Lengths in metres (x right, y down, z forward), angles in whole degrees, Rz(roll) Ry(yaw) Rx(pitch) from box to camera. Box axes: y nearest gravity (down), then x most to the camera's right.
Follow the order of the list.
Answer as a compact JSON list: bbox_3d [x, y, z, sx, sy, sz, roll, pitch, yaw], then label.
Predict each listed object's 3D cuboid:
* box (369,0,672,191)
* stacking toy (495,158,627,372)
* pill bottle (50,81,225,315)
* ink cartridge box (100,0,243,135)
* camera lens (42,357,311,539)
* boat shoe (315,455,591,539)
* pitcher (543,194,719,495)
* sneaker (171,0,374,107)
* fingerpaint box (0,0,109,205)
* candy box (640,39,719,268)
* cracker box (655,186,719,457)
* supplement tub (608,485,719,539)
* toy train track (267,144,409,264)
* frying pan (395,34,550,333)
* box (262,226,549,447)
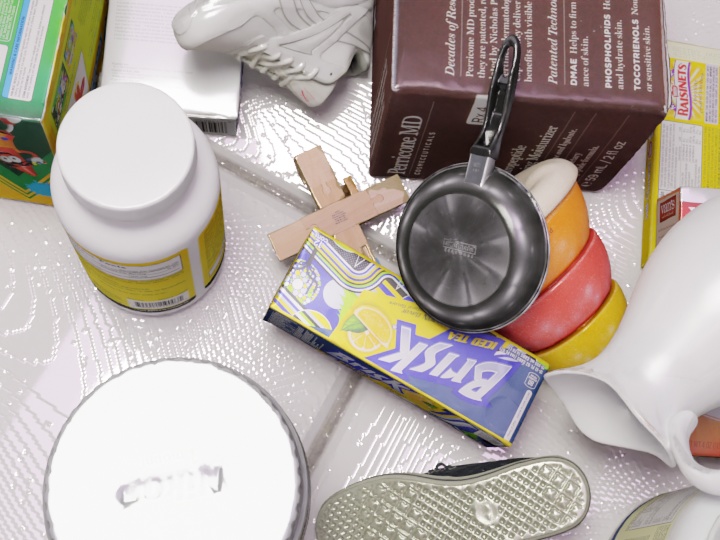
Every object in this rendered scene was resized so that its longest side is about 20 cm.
[{"bbox_3d":[0.113,-0.170,0.827,0.198,0.166,0.166,3,74,-4],"label":"box"},{"bbox_3d":[0.150,0.032,0.808,0.146,0.146,0.201,-41,98,-15],"label":"stacking toy"},{"bbox_3d":[-0.151,-0.047,0.746,0.111,0.200,0.114,2,72,-5],"label":"pill bottle"},{"bbox_3d":[-0.145,-0.215,0.864,0.108,0.050,0.202,4,80,-5],"label":"ink cartridge box"},{"bbox_3d":[-0.113,0.148,0.689,0.158,0.200,0.162,2,72,-5],"label":"camera lens"},{"bbox_3d":[0.066,0.175,0.774,0.198,0.062,0.075,-13,79,7],"label":"boat shoe"},{"bbox_3d":[0.244,0.045,0.706,0.200,0.171,0.122,-44,125,-9],"label":"pitcher"},{"bbox_3d":[-0.054,-0.175,0.825,0.199,0.077,0.101,-17,100,-42],"label":"sneaker"},{"bbox_3d":[-0.238,-0.171,0.793,0.072,0.167,0.202,8,73,-5],"label":"fingerpaint box"},{"bbox_3d":[0.289,-0.091,0.893,0.101,0.026,0.202,9,73,-1],"label":"candy box"},{"bbox_3d":[0.296,0.042,0.821,0.132,0.058,0.202,3,82,-4],"label":"cracker box"},{"bbox_3d":[0.252,0.210,0.706,0.143,0.200,0.147,2,73,-5],"label":"supplement tub"},{"bbox_3d":[0.000,0.000,0.837,0.114,0.033,0.202,-24,84,-12],"label":"toy train track"},{"bbox_3d":[0.089,-0.045,0.711,0.115,0.031,0.191,39,112,21],"label":"frying pan"},{"bbox_3d":[0.032,0.052,0.783,0.199,0.064,0.071,30,77,-4],"label":"box"}]
